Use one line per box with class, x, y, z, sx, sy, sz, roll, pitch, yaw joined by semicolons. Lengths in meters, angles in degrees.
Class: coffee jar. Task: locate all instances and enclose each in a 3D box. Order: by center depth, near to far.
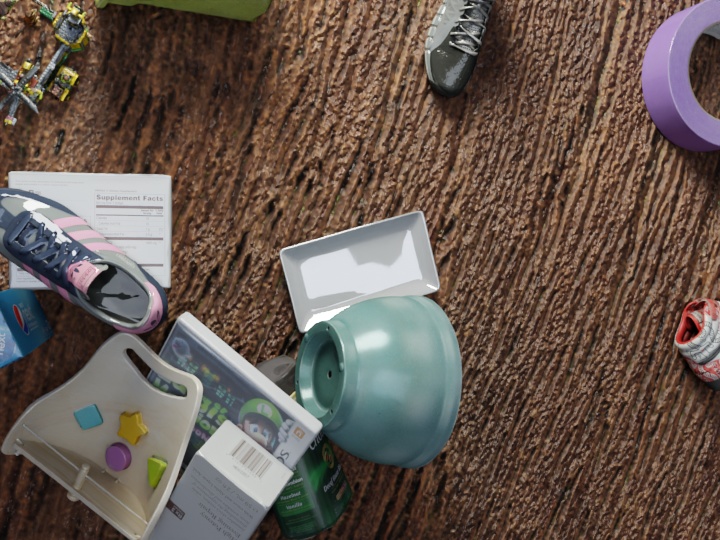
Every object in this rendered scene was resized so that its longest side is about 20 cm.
coffee jar;-0.086;0.210;0.978;0.084;0.104;0.204;-20;99;22

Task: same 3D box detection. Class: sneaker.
sneaker;-0.260;-0.011;0.731;0.198;0.082;0.071;32;86;-14
sneaker;0.139;-0.325;1.012;0.073;0.115;0.205;13;89;-14
sneaker;0.534;0.062;1.154;0.108;0.067;0.202;43;84;-14

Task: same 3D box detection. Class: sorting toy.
sorting toy;-0.259;0.173;0.897;0.198;0.107;0.182;32;97;12

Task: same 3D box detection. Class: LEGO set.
LEGO set;-0.396;-0.270;0.874;0.199;0.116;0.155;41;82;-12

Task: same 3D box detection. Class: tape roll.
tape roll;0.497;-0.272;1.133;0.195;0.066;0.206;0;91;-15

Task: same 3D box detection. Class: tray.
tray;0.000;0.000;1.037;0.196;0.022;0.110;-16;95;-13

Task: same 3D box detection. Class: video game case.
video game case;-0.162;0.175;0.922;0.199;0.023;0.183;38;120;6

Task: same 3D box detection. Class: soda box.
soda box;-0.379;0.062;0.849;0.063;0.200;0.069;-26;97;-11

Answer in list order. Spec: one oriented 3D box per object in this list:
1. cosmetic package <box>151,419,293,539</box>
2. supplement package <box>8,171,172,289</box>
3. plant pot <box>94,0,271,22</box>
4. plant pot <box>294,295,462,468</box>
cosmetic package;-0.167;0.276;0.911;0.101;0.074;0.202;35;119;6
supplement package;-0.281;-0.042;0.870;0.152;0.200;0.114;0;93;-15
plant pot;-0.185;-0.370;0.903;0.180;0.199;0.206;9;90;-25
plant pot;0.005;0.123;0.935;0.132;0.199;0.206;9;90;-31
